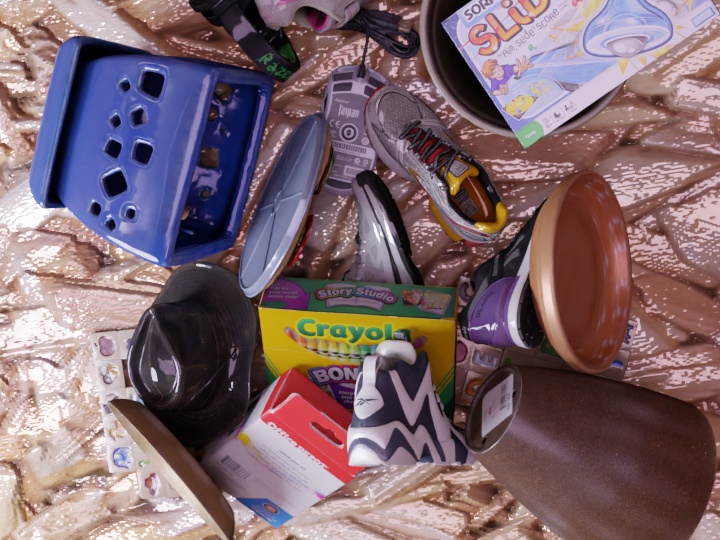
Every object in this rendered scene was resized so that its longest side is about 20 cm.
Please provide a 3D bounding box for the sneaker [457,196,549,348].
[{"bbox_3d":[0.156,-0.007,1.070,0.087,0.200,0.076,-3,130,35],"label":"sneaker"}]

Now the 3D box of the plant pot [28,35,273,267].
[{"bbox_3d":[-0.217,-0.131,1.080,0.179,0.200,0.201,18,100,10],"label":"plant pot"}]

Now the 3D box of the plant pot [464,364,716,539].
[{"bbox_3d":[0.210,0.174,1.038,0.199,0.187,0.188,28,101,-18],"label":"plant pot"}]

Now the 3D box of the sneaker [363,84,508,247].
[{"bbox_3d":[0.085,-0.113,1.083,0.078,0.082,0.200,-45,99,-13],"label":"sneaker"}]

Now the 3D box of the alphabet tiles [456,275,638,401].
[{"bbox_3d":[0.192,0.078,1.147,0.199,0.006,0.167,15,99,5],"label":"alphabet tiles"}]

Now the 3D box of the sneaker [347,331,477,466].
[{"bbox_3d":[0.056,0.128,1.044,0.079,0.199,0.131,-7,78,40],"label":"sneaker"}]

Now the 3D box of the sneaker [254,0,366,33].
[{"bbox_3d":[-0.029,-0.286,1.061,0.199,0.081,0.089,-15,97,-26],"label":"sneaker"}]

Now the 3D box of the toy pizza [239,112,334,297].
[{"bbox_3d":[-0.072,-0.064,1.073,0.032,0.200,0.201,21,100,-17],"label":"toy pizza"}]

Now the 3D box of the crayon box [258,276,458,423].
[{"bbox_3d":[0.001,0.093,1.107,0.199,0.058,0.173,3,131,7],"label":"crayon box"}]

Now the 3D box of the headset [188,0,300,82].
[{"bbox_3d":[-0.118,-0.287,1.085,0.094,0.123,0.200,-39,69,13],"label":"headset"}]

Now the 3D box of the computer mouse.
[{"bbox_3d":[-0.007,-0.180,1.122,0.109,0.044,0.201,14,94,-1],"label":"computer mouse"}]

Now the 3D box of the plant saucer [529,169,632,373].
[{"bbox_3d":[0.219,0.002,1.050,0.037,0.200,0.202,-2,98,35],"label":"plant saucer"}]

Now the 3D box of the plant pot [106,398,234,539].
[{"bbox_3d":[-0.197,0.208,1.126,0.027,0.200,0.200,-41,91,-18],"label":"plant pot"}]

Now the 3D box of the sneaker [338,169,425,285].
[{"bbox_3d":[0.000,0.000,1.115,0.115,0.076,0.201,-17,109,10],"label":"sneaker"}]

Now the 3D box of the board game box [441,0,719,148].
[{"bbox_3d":[0.190,-0.219,0.919,0.200,0.034,0.136,-35,92,11],"label":"board game box"}]

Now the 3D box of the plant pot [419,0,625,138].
[{"bbox_3d":[0.161,-0.230,1.026,0.199,0.174,0.201,1,98,6],"label":"plant pot"}]

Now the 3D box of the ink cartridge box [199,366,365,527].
[{"bbox_3d":[-0.070,0.182,1.108,0.116,0.067,0.200,39,132,-12],"label":"ink cartridge box"}]

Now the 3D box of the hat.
[{"bbox_3d":[-0.200,0.088,1.118,0.200,0.081,0.202,-5,82,38],"label":"hat"}]

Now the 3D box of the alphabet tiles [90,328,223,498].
[{"bbox_3d":[-0.218,0.163,1.211,0.166,0.008,0.201,-5,97,8],"label":"alphabet tiles"}]
